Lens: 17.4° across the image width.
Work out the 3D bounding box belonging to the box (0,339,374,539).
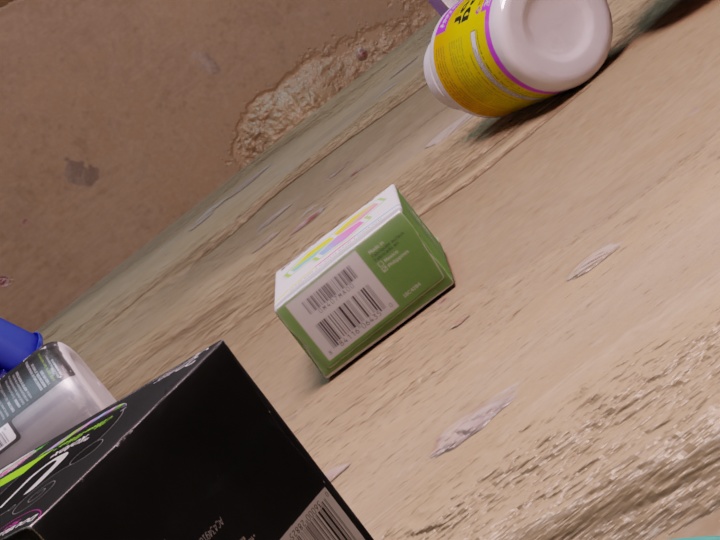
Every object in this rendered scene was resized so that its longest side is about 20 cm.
[{"bbox_3d":[-0.120,0.146,1.027,0.200,0.125,0.149,-29,11,42],"label":"box"}]

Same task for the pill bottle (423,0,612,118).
[{"bbox_3d":[0.120,-0.183,1.924,0.104,0.104,0.200,-40,8,-20],"label":"pill bottle"}]

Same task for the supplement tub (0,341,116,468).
[{"bbox_3d":[-0.242,0.151,1.558,0.200,0.123,0.123,-39,8,-1],"label":"supplement tub"}]

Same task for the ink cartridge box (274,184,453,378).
[{"bbox_3d":[0.000,0.000,1.566,0.104,0.059,0.200,-37,8,5],"label":"ink cartridge box"}]

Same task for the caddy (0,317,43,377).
[{"bbox_3d":[-0.412,0.125,2.573,0.200,0.105,0.142,-22,40,63],"label":"caddy"}]

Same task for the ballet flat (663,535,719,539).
[{"bbox_3d":[0.032,0.123,0.666,0.200,0.070,0.067,-41,8,-24],"label":"ballet flat"}]

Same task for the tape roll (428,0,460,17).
[{"bbox_3d":[0.112,-0.298,2.275,0.066,0.200,0.200,-40,8,-12],"label":"tape roll"}]
